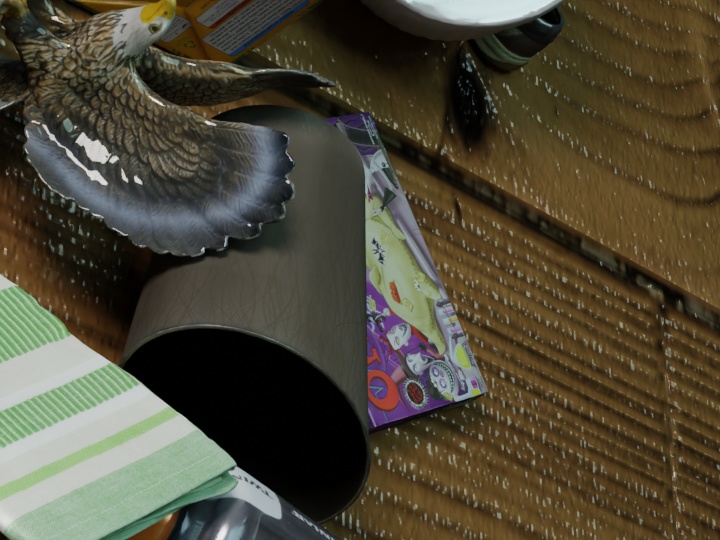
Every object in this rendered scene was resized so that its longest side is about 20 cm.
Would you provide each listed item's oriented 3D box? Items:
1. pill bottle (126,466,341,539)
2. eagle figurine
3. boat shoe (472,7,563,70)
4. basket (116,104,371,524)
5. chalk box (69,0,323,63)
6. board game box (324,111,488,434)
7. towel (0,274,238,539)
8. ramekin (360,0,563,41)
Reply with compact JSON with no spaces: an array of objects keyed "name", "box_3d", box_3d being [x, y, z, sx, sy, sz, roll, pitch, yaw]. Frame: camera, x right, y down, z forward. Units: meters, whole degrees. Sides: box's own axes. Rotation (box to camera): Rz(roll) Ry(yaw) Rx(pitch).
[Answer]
[{"name":"pill bottle","box_3d":[-0.060,0.173,1.315,0.200,0.106,0.107,38,44,-25]},{"name":"eagle figurine","box_3d":[-0.126,-0.103,1.347,0.200,0.151,0.152,38,80,-19]},{"name":"boat shoe","box_3d":[0.079,-0.242,1.752,0.202,0.066,0.072,58,39,-2]},{"name":"basket","box_3d":[-0.059,0.014,1.395,0.181,0.135,0.201,62,24,-44]},{"name":"chalk box","box_3d":[-0.095,-0.250,1.525,0.123,0.124,0.201,25,52,-35]},{"name":"board game box","box_3d":[0.000,0.000,1.550,0.120,0.032,0.201,-15,78,-46]},{"name":"towel","box_3d":[-0.176,0.071,1.241,0.199,0.024,0.152,35,32,24]},{"name":"ramekin","box_3d":[0.065,-0.249,1.664,0.201,0.094,0.204,3,78,-12]}]
